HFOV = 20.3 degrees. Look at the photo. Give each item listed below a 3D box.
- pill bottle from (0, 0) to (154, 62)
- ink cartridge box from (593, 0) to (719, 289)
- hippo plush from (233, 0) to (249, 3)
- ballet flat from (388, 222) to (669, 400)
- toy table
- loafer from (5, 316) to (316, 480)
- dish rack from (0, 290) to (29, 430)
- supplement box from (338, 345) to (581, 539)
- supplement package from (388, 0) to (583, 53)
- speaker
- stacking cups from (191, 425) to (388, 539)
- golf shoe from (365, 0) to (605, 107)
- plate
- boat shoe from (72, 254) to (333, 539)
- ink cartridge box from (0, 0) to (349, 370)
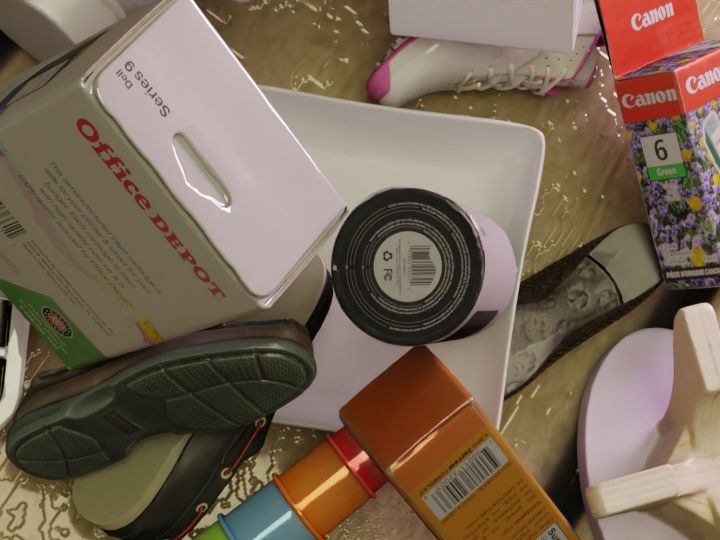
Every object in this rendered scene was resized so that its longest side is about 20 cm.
[{"bbox_3d":[-0.139,-0.219,1.213,0.114,0.114,0.201,34,74,-2],"label":"pill bottle"},{"bbox_3d":[0.211,-0.100,1.234,0.109,0.050,0.202,-26,105,-44],"label":"ink cartridge box"},{"bbox_3d":[-0.065,-0.242,1.131,0.198,0.160,0.162,18,113,-11],"label":"hippo plush"},{"bbox_3d":[0.104,0.032,1.246,0.199,0.046,0.068,-31,84,-10],"label":"ballet flat"},{"bbox_3d":[0.211,0.124,1.205,0.183,0.117,0.201,-25,83,-14],"label":"toy table"},{"bbox_3d":[-0.114,0.056,1.116,0.199,0.072,0.063,-20,47,24],"label":"loafer"},{"bbox_3d":[-0.291,0.009,1.175,0.198,0.044,0.174,6,78,-9],"label":"dish rack"},{"bbox_3d":[0.069,0.133,1.141,0.069,0.067,0.200,-39,130,-4],"label":"supplement box"},{"bbox_3d":[0.088,-0.244,1.209,0.116,0.118,0.201,8,50,10],"label":"supplement package"},{"bbox_3d":[0.038,-0.001,1.089,0.080,0.200,0.082,0,89,8],"label":"speaker"},{"bbox_3d":[-0.052,0.150,1.161,0.199,0.061,0.061,-38,87,-4],"label":"stacking cups"},{"bbox_3d":[0.099,-0.143,1.264,0.199,0.075,0.092,-30,88,-14],"label":"golf shoe"},{"bbox_3d":[0.000,0.000,1.210,0.198,0.032,0.202,9,85,7],"label":"plate"},{"bbox_3d":[-0.083,0.073,1.168,0.202,0.063,0.074,-52,50,-1],"label":"boat shoe"},{"bbox_3d":[-0.123,-0.041,1.041,0.146,0.199,0.088,51,56,-16],"label":"ink cartridge box"}]
